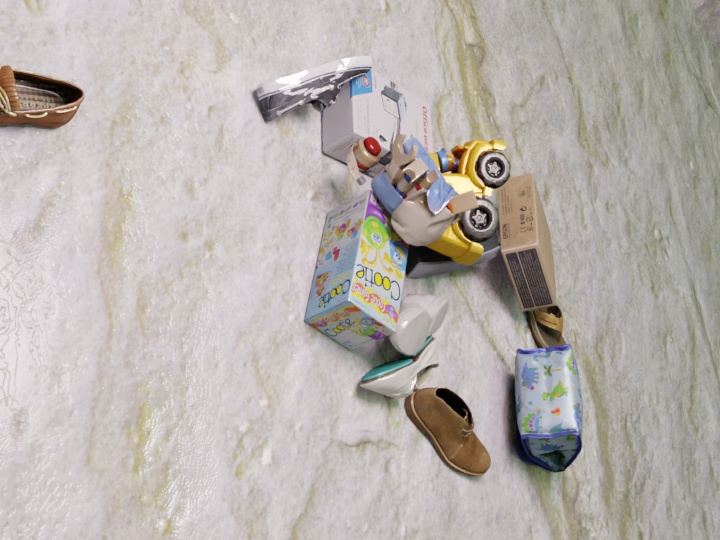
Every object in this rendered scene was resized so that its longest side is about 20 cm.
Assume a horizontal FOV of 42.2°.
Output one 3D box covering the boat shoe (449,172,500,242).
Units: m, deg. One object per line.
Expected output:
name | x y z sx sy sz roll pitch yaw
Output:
boat shoe | 0.190 -0.118 1.727 0.068 0.071 0.202 -44 113 -26

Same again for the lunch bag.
lunch bag | 0.337 0.250 1.670 0.201 0.125 0.173 58 31 -57

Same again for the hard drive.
hard drive | 0.153 -0.068 1.636 0.197 0.042 0.138 -11 81 -31

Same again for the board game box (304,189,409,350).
board game box | 0.000 0.000 1.431 0.102 0.104 0.203 34 50 -31

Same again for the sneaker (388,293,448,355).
sneaker | 0.069 0.076 1.481 0.199 0.087 0.077 -21 130 -67

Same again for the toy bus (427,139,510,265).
toy bus | 0.134 -0.132 1.541 0.188 0.136 0.204 17 81 -7

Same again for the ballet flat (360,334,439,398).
ballet flat | 0.073 0.162 1.469 0.199 0.069 0.071 -28 93 -53

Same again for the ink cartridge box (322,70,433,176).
ink cartridge box | 0.031 -0.245 1.596 0.198 0.085 0.149 19 59 -39

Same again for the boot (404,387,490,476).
boot | 0.159 0.261 1.505 0.200 0.075 0.074 46 42 -24

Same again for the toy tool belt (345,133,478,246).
toy tool belt | 0.082 -0.146 1.417 0.201 0.123 0.125 52 32 2

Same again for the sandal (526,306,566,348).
sandal | 0.364 0.083 1.826 0.080 0.054 0.204 -18 86 -49

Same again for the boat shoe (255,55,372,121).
boat shoe | -0.065 -0.286 1.479 0.197 0.072 0.069 -21 97 -20

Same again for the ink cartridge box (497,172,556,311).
ink cartridge box | 0.313 -0.053 1.756 0.202 0.074 0.166 -83 156 -46

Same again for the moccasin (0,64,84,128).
moccasin | -0.418 -0.206 1.093 0.199 0.077 0.075 5 68 -46
